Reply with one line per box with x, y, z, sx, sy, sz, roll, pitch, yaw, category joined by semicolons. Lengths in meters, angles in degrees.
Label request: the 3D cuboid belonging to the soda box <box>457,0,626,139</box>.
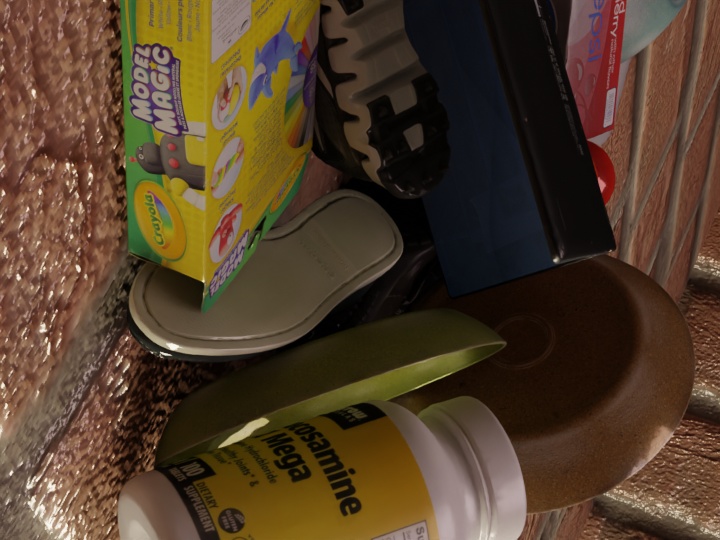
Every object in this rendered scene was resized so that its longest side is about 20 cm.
0.102;-0.171;0.940;0.063;0.070;0.201;-22;122;-49;soda box

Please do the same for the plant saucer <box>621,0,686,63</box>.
0.194;-0.225;1.128;0.201;0.038;0.202;14;90;-69;plant saucer

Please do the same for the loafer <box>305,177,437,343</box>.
0.000;0.000;1.094;0.200;0.073;0.072;-46;163;-44;loafer

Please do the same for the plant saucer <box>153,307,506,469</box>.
-0.020;0.060;0.944;0.031;0.199;0.200;70;15;7;plant saucer

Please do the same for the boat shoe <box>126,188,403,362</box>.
-0.057;0.013;0.906;0.066;0.075;0.199;-46;172;36;boat shoe

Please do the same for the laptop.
0.046;-0.084;0.889;0.200;0.115;0.188;-9;82;-72;laptop

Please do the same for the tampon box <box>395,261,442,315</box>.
0.065;0.062;1.215;0.200;0.149;0.127;80;33;-60;tampon box

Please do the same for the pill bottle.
-0.018;0.134;0.932;0.199;0.113;0.113;-16;136;-23;pill bottle

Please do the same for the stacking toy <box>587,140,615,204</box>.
0.114;-0.059;1.127;0.200;0.085;0.086;-13;122;-63;stacking toy

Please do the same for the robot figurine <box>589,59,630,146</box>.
0.135;-0.160;1.244;0.170;0.112;0.201;-108;-155;-58;robot figurine

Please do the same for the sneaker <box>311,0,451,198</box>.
-0.017;-0.133;0.869;0.066;0.090;0.201;-29;116;-37;sneaker

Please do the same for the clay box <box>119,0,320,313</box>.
-0.062;-0.087;0.799;0.115;0.047;0.201;-55;159;-43;clay box

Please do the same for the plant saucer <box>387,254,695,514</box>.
0.098;0.051;1.053;0.201;0.199;0.036;-60;147;-31;plant saucer
